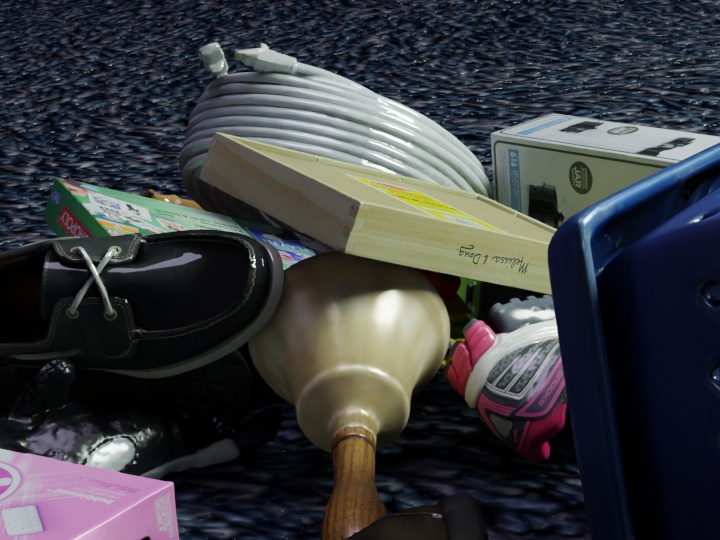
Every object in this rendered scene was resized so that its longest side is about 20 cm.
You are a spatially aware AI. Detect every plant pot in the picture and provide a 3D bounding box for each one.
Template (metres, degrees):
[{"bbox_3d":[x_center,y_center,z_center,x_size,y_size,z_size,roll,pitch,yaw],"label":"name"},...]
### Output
[{"bbox_3d":[0.198,0.039,0.887,0.179,0.201,0.200,0,15,37],"label":"plant pot"}]

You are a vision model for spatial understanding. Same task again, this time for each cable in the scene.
[{"bbox_3d":[-0.016,-0.057,1.294,0.199,0.069,0.200,18,-19,4],"label":"cable"}]

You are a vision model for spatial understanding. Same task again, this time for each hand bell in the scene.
[{"bbox_3d":[-0.002,0.087,0.962,0.104,0.104,0.200,-4,34,0],"label":"hand bell"}]

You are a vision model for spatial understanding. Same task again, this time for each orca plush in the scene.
[{"bbox_3d":[-0.138,0.080,1.028,0.199,0.071,0.105,-8,18,-13],"label":"orca plush"}]

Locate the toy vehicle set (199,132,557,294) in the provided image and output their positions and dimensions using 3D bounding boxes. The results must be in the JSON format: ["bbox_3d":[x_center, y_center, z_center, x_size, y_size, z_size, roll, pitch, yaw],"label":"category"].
[{"bbox_3d":[0.030,-0.026,1.076,0.200,0.027,0.124,11,11,-42],"label":"toy vehicle set"}]

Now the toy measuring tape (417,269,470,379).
[{"bbox_3d":[0.000,0.000,1.127,0.073,0.074,0.200,-14,41,-31],"label":"toy measuring tape"}]

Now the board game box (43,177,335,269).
[{"bbox_3d":[-0.071,0.001,1.191,0.200,0.029,0.135,12,17,-32],"label":"board game box"}]

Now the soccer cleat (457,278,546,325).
[{"bbox_3d":[0.120,0.012,1.183,0.084,0.065,0.200,8,-16,-41],"label":"soccer cleat"}]

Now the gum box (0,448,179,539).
[{"bbox_3d":[-0.182,0.127,0.889,0.199,0.066,0.113,6,18,32],"label":"gum box"}]

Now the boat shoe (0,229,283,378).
[{"bbox_3d":[-0.133,0.016,1.039,0.199,0.072,0.068,-6,-17,28],"label":"boat shoe"}]

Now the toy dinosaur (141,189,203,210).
[{"bbox_3d":[-0.111,-0.028,1.438,0.106,0.061,0.200,13,20,-20],"label":"toy dinosaur"}]

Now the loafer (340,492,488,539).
[{"bbox_3d":[0.022,0.145,0.796,0.071,0.073,0.200,-10,9,1],"label":"loafer"}]

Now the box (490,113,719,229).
[{"bbox_3d":[0.172,-0.024,1.226,0.060,0.117,0.200,-18,23,-40],"label":"box"}]

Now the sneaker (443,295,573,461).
[{"bbox_3d":[0.141,0.053,1.070,0.200,0.081,0.075,-14,48,-29],"label":"sneaker"}]

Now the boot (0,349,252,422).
[{"bbox_3d":[-0.144,0.046,1.167,0.199,0.068,0.131,1,12,13],"label":"boot"}]
